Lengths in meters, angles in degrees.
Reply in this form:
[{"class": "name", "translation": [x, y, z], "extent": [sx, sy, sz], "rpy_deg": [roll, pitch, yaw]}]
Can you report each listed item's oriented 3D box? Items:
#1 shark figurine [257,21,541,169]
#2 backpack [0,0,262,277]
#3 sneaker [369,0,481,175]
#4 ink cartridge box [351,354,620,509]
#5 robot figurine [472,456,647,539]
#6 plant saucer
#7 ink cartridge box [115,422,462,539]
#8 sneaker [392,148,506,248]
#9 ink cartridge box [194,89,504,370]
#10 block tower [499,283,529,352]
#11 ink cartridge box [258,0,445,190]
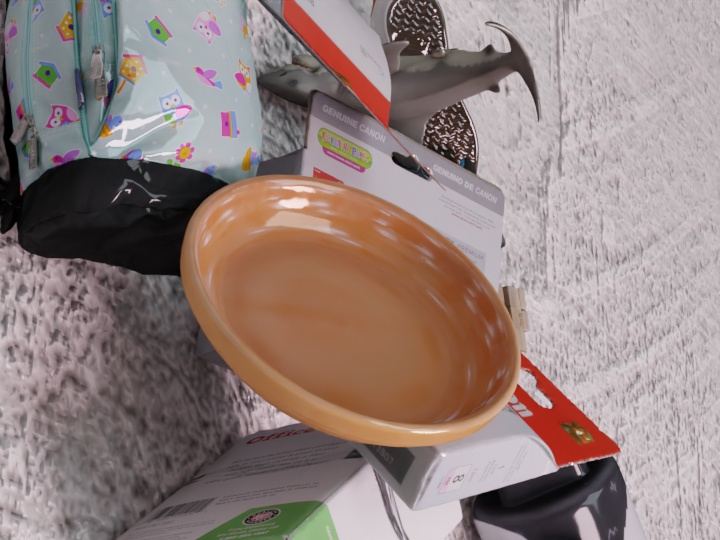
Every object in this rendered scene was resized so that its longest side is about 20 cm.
[{"class": "shark figurine", "translation": [0.049, -0.118, 1.337], "extent": [0.128, 0.213, 0.090], "rpy_deg": [-1, 88, -61]}, {"class": "backpack", "translation": [-0.133, -0.108, 1.093], "extent": [0.166, 0.126, 0.202], "rpy_deg": [17, 63, -55]}, {"class": "sneaker", "translation": [0.047, -0.131, 1.479], "extent": [0.085, 0.072, 0.202], "rpy_deg": [-131, -147, -67]}, {"class": "ink cartridge box", "translation": [0.055, 0.058, 1.137], "extent": [0.199, 0.057, 0.163], "rpy_deg": [-11, 46, -43]}, {"class": "robot figurine", "translation": [0.164, 0.216, 1.475], "extent": [0.150, 0.124, 0.201], "rpy_deg": [-40, 112, -50]}, {"class": "plant saucer", "translation": [-0.008, 0.026, 1.032], "extent": [0.199, 0.038, 0.201], "rpy_deg": [18, 36, -14]}, {"class": "ink cartridge box", "translation": [-0.045, 0.159, 1.113], "extent": [0.200, 0.145, 0.085], "rpy_deg": [-34, 109, -59]}, {"class": "sneaker", "translation": [0.021, -0.052, 1.386], "extent": [0.199, 0.073, 0.083], "rpy_deg": [9, 60, -46]}, {"class": "ink cartridge box", "translation": [0.000, 0.000, 1.265], "extent": [0.199, 0.083, 0.177], "rpy_deg": [26, 63, -40]}, {"class": "block tower", "translation": [0.064, 0.032, 1.451], "extent": [0.199, 0.057, 0.054], "rpy_deg": [13, 66, -57]}, {"class": "ink cartridge box", "translation": [-0.020, -0.154, 1.179], "extent": [0.200, 0.057, 0.162], "rpy_deg": [43, 1, 32]}]
